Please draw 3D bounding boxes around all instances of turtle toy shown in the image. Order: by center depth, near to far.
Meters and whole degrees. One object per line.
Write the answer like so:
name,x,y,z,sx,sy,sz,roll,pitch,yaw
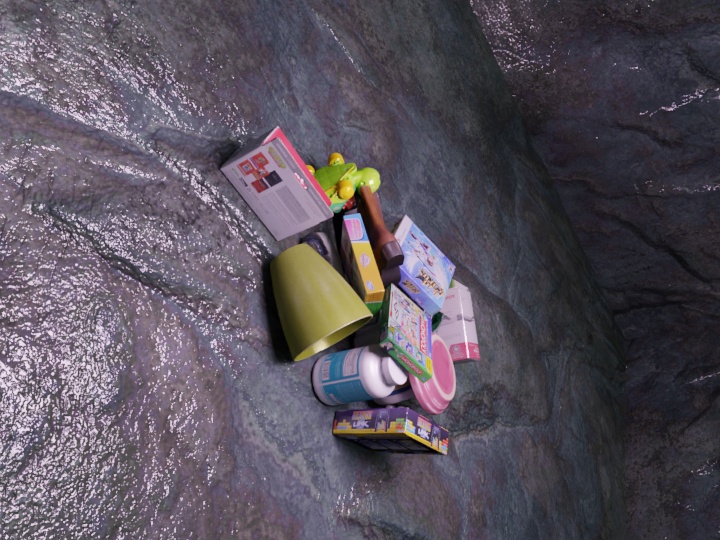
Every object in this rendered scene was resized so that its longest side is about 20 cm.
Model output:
turtle toy,-0.050,-0.195,1.319,0.101,0.198,0.147,63,7,-48

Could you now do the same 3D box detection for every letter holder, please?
letter holder,0.016,-0.096,1.430,0.141,0.100,0.203,8,69,-54

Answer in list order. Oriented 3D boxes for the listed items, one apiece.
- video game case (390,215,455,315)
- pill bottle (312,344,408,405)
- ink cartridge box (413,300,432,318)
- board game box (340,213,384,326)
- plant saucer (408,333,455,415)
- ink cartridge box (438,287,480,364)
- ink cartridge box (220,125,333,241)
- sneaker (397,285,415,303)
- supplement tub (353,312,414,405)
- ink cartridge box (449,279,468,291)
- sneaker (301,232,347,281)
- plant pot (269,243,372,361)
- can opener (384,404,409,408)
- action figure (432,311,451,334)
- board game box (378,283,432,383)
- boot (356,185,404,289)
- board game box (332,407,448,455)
video game case,0.144,-0.017,1.405,0.200,0.045,0.182,44,40,-12
pill bottle,0.001,0.220,1.186,0.110,0.198,0.112,25,57,-46
ink cartridge box,0.134,0.153,1.484,0.039,0.099,0.201,48,40,-20
board game box,0.000,0.000,1.243,0.154,0.040,0.202,99,-22,-59
plant saucer,0.169,0.228,1.295,0.200,0.050,0.203,42,39,-45
ink cartridge box,0.250,0.165,1.597,0.082,0.145,0.203,17,63,-50
ink cartridge box,-0.157,-0.183,1.162,0.201,0.174,0.084,54,40,-25
sneaker,0.109,0.075,1.470,0.199,0.075,0.115,15,33,-47
supplement tub,0.068,0.201,1.334,0.144,0.143,0.202,-24,95,-55
ink cartridge box,0.314,0.130,1.760,0.199,0.075,0.150,25,56,-45
sneaker,-0.064,-0.002,1.308,0.202,0.074,0.087,70,23,-10
plant pot,-0.102,0.053,1.160,0.186,0.187,0.201,-13,70,-55
can opener,0.093,0.355,1.324,0.200,0.053,0.068,50,46,-72
action figure,0.172,0.203,1.489,0.054,0.201,0.118,31,0,5
board game box,0.099,0.129,1.192,0.134,0.029,0.201,41,26,-18
boot,0.025,-0.062,1.279,0.189,0.068,0.201,94,-26,-58
board game box,0.066,0.352,1.219,0.165,0.198,0.057,39,51,-39
